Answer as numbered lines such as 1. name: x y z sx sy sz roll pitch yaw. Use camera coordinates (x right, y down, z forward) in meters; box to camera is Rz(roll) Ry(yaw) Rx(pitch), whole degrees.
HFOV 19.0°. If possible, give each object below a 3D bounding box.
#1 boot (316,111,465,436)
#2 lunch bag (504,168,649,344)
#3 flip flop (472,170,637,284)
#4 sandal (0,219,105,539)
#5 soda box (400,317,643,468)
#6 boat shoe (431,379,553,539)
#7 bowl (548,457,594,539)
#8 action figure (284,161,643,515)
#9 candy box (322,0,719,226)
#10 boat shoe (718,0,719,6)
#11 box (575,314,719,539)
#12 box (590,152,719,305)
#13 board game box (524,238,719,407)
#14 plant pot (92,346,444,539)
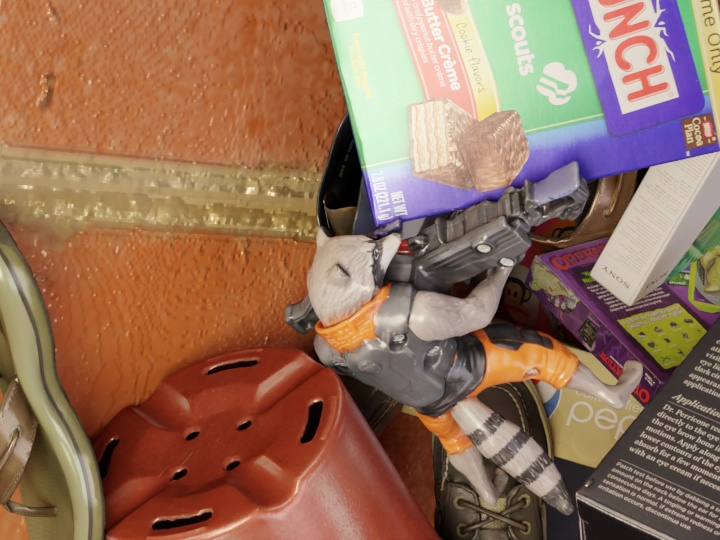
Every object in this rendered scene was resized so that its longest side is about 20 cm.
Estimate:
1. boot: 0.000 0.000 1.221 0.097 0.075 0.200 26 84 -33
2. lunch bag: 0.175 0.023 1.425 0.176 0.082 0.200 -57 138 -13
3. flip flop: 0.143 -0.053 1.270 0.200 0.058 0.081 -36 162 -29
4. sandal: -0.172 0.064 1.024 0.057 0.080 0.201 -24 117 -24
5. soda box: 0.122 0.076 1.292 0.200 0.064 0.068 17 93 -9
6. boat shoe: 0.079 0.147 1.243 0.065 0.073 0.200 -90 174 -65
7. bowl: 0.167 0.138 1.415 0.201 0.039 0.201 -15 135 -15
8. action figure: 0.058 0.034 1.111 0.193 0.200 0.105 34 43 -25
9. candy box: 0.086 -0.126 1.125 0.077 0.200 0.169 -91 168 -81
10. boat shoe: 0.252 -0.189 1.262 0.200 0.070 0.071 -42 121 -21
11. box: 0.219 0.122 1.186 0.200 0.104 0.148 -46 143 -31
12. box: 0.221 -0.081 1.251 0.144 0.036 0.200 -31 155 -45
13. board game box: 0.211 0.016 1.310 0.200 0.120 0.032 -14 142 -36
14. plant pot: -0.043 0.160 1.129 0.201 0.201 0.195 -46 127 -29
